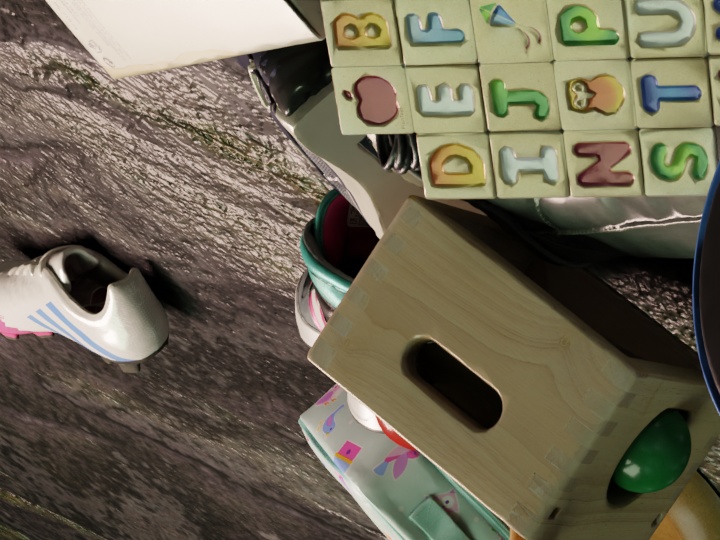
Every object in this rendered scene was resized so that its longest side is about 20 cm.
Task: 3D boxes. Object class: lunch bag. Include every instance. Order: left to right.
[{"bbox_3d":[0.056,0.160,1.702,0.200,0.077,0.160,47,177,-24],"label":"lunch bag"}]

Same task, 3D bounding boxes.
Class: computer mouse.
[{"bbox_3d":[0.051,-0.114,1.155,0.200,0.044,0.110,-20,81,53],"label":"computer mouse"}]

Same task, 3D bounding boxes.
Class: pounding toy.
[{"bbox_3d":[0.085,0.081,1.307,0.200,0.143,0.184,39,-167,27],"label":"pounding toy"}]

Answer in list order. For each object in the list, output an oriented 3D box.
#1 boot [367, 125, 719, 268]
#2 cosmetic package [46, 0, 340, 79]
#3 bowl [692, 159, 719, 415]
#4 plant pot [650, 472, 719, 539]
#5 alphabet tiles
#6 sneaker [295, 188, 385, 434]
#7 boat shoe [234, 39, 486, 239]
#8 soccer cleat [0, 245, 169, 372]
[{"bbox_3d":[0.115,-0.053,1.223,0.181,0.073,0.200,29,170,-27],"label":"boot"},{"bbox_3d":[-0.062,-0.156,1.210,0.073,0.104,0.200,50,156,-22],"label":"cosmetic package"},{"bbox_3d":[0.202,-0.004,1.003,0.039,0.202,0.200,11,173,-31],"label":"bowl"},{"bbox_3d":[0.144,0.133,1.647,0.199,0.028,0.200,29,160,12],"label":"plant pot"},{"bbox_3d":[0.079,-0.104,1.090,0.199,0.006,0.167,0,122,16],"label":"alphabet tiles"},{"bbox_3d":[0.000,0.000,1.499,0.200,0.083,0.122,-125,28,-63],"label":"sneaker"},{"bbox_3d":[0.001,-0.082,1.355,0.093,0.075,0.200,53,-177,36],"label":"boat shoe"},{"bbox_3d":[-0.219,0.010,1.878,0.199,0.070,0.087,14,136,37],"label":"soccer cleat"}]
